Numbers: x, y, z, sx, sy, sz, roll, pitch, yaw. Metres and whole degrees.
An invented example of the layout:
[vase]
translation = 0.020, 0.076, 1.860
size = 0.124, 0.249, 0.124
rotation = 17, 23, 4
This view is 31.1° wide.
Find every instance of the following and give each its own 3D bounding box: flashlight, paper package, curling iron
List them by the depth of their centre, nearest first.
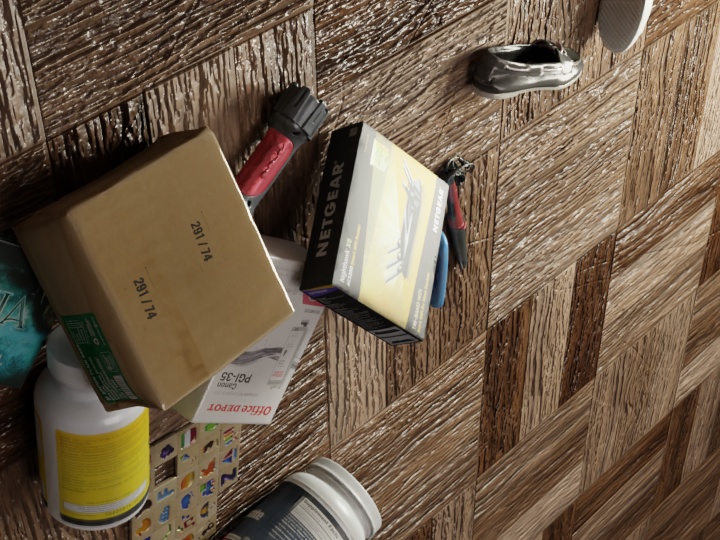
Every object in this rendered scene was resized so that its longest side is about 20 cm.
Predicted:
[paper package]
translation = -0.186, 0.000, 1.185
size = 0.190, 0.103, 0.202
rotation = -36, 109, -38
[flashlight]
translation = -0.108, -0.101, 1.329
size = 0.068, 0.068, 0.201
rotation = 39, 83, -39
[curling iron]
translation = 0.133, -0.071, 1.708
size = 0.049, 0.025, 0.201
rotation = -37, 142, -25

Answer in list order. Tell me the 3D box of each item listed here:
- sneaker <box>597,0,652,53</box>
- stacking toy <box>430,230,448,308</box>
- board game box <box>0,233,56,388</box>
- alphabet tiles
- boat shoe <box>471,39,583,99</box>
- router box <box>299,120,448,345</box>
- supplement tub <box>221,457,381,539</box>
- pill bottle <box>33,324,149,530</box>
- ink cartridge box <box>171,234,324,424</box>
[sneaker]
translation = 0.381, -0.391, 1.736
size = 0.081, 0.074, 0.202
rotation = -16, 130, -42
[stacking toy]
translation = 0.000, 0.000, 1.543
size = 0.198, 0.116, 0.111
rotation = -17, 125, -28
[board game box]
translation = -0.349, 0.028, 1.147
size = 0.199, 0.028, 0.136
rotation = 21, 99, -57
[alphabet tiles]
translation = -0.209, 0.262, 1.544
size = 0.166, 0.008, 0.202
rotation = -27, 136, -40
[boat shoe]
translation = 0.220, -0.263, 1.632
size = 0.199, 0.067, 0.057
rotation = -21, 137, -39
[router box]
translation = 0.019, -0.039, 1.438
size = 0.157, 0.052, 0.202
rotation = 31, 59, -40
[supplement tub]
translation = -0.084, 0.352, 1.659
size = 0.200, 0.140, 0.141
rotation = -41, 143, -25
[pill bottle]
translation = -0.265, 0.151, 1.281
size = 0.112, 0.112, 0.202
rotation = -27, 137, -38
[ink cartridge box]
translation = -0.127, 0.065, 1.421
size = 0.146, 0.082, 0.202
rotation = 11, 107, -56
